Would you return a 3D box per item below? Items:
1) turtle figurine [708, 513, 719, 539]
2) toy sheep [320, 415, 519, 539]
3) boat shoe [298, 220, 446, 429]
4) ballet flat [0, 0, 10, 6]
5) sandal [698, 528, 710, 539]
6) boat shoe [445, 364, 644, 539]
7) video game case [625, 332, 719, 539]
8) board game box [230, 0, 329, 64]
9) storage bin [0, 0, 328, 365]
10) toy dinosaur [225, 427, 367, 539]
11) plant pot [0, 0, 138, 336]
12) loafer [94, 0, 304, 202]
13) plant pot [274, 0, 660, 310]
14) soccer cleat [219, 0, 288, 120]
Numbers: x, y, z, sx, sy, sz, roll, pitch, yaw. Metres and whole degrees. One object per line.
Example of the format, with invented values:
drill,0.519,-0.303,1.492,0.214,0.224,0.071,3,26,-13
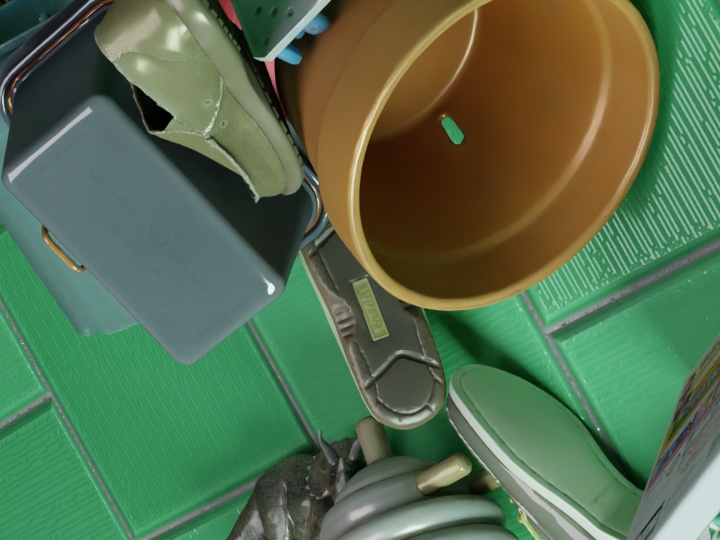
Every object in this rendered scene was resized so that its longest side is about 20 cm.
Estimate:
turtle figurine,0.241,0.143,1.521,0.201,0.149,0.101,-59,21,15
toy sheep,0.039,0.180,1.757,0.138,0.137,0.201,-47,52,49
boat shoe,0.000,0.000,1.765,0.076,0.071,0.201,103,154,-87
ballet flat,-0.234,-0.157,1.916,0.200,0.072,0.068,51,140,12
sandal,0.238,0.132,1.607,0.082,0.050,0.203,36,123,2
boat shoe,0.122,0.137,1.710,0.201,0.072,0.060,41,132,17
video game case,0.198,0.065,1.511,0.022,0.183,0.200,28,136,-1
board game box,-0.010,-0.240,1.545,0.200,0.026,0.201,-44,47,25
storage bin,-0.124,-0.043,1.648,0.145,0.135,0.200,-37,107,19
toy dinosaur,-0.030,0.160,1.899,0.200,0.077,0.103,-16,81,58
plant pot,-0.159,-0.078,1.802,0.200,0.200,0.197,-13,110,49
loafer,-0.087,-0.099,1.544,0.200,0.067,0.076,59,-172,-53
plant pot,0.043,-0.098,1.579,0.140,0.199,0.201,42,139,44
soccer cleat,-0.077,-0.159,1.710,0.077,0.066,0.201,-121,15,-54
